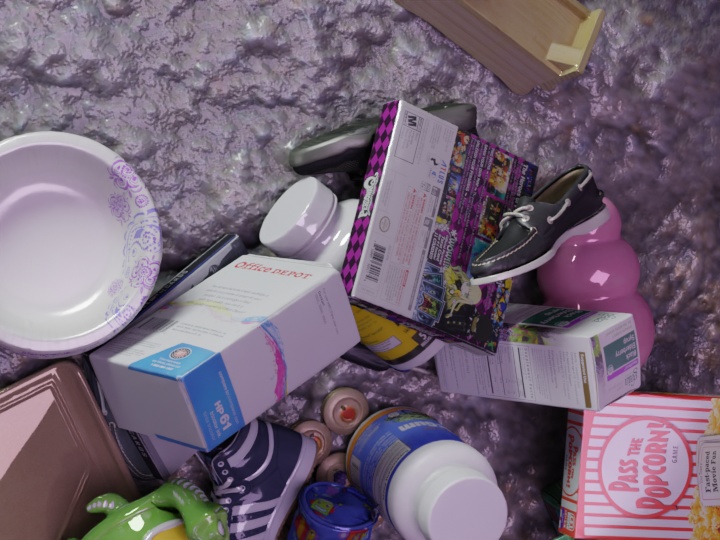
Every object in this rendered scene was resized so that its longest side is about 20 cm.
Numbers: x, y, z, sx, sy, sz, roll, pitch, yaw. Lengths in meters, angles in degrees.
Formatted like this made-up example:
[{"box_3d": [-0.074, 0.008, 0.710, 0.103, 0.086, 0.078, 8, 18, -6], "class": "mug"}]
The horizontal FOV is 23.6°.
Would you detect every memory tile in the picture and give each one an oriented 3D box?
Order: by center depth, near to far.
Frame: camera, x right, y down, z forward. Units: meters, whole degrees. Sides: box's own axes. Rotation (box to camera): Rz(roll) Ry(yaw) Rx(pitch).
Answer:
[{"box_3d": [-0.042, 0.228, 1.780, 0.200, 0.017, 0.153, -41, 112, -7], "class": "memory tile"}]

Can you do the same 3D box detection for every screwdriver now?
[{"box_3d": [0.066, 0.104, 1.783, 0.200, 0.029, 0.028, 18, 95, -18], "class": "screwdriver"}]

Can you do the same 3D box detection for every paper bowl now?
[{"box_3d": [-0.285, -0.020, 1.571, 0.200, 0.104, 0.201, 2, 83, -13], "class": "paper bowl"}]

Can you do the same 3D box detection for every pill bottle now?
[{"box_3d": [0.000, 0.000, 1.695, 0.200, 0.111, 0.111, 39, 86, -23], "class": "pill bottle"}, {"box_3d": [0.068, 0.211, 1.700, 0.112, 0.200, 0.112, -4, 103, -20], "class": "pill bottle"}]

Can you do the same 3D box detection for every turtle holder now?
[{"box_3d": [-0.185, 0.277, 1.633, 0.185, 0.132, 0.141, -36, 151, 8], "class": "turtle holder"}]

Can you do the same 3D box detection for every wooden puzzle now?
[{"box_3d": [-0.329, 0.202, 1.660, 0.200, 0.037, 0.185, -25, 109, -9], "class": "wooden puzzle"}]

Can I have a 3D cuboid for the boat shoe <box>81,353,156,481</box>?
[{"box_3d": [-0.227, 0.119, 1.663, 0.073, 0.062, 0.200, -18, 107, -16], "class": "boat shoe"}]

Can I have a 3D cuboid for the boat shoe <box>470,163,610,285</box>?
[{"box_3d": [0.168, -0.044, 1.657, 0.200, 0.074, 0.060, -30, 106, -38], "class": "boat shoe"}]

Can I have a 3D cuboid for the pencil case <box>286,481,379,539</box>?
[{"box_3d": [-0.040, 0.300, 1.724, 0.087, 0.078, 0.200, -21, 136, -46], "class": "pencil case"}]

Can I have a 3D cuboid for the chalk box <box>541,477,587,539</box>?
[{"box_3d": [0.284, 0.278, 1.853, 0.200, 0.124, 0.125, -29, 110, -13], "class": "chalk box"}]

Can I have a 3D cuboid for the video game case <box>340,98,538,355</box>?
[{"box_3d": [0.077, -0.039, 1.657, 0.181, 0.036, 0.200, 22, 75, -32], "class": "video game case"}]

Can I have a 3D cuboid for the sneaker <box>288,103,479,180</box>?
[{"box_3d": [0.030, -0.096, 1.705, 0.199, 0.076, 0.114, -12, 99, -23], "class": "sneaker"}]

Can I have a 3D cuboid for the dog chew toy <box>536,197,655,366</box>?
[{"box_3d": [0.238, 0.014, 1.787, 0.124, 0.125, 0.200, -8, 96, -19], "class": "dog chew toy"}]

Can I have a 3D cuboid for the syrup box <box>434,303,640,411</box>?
[{"box_3d": [0.173, 0.083, 1.720, 0.079, 0.200, 0.082, -24, 110, -45], "class": "syrup box"}]

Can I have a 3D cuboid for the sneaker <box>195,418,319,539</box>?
[{"box_3d": [-0.131, 0.236, 1.700, 0.108, 0.070, 0.200, 30, 83, -28], "class": "sneaker"}]

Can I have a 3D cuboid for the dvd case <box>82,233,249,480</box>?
[{"box_3d": [-0.157, 0.082, 1.660, 0.200, 0.025, 0.150, -41, 117, -31], "class": "dvd case"}]

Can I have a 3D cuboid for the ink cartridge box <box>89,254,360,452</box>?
[{"box_3d": [-0.121, 0.070, 1.578, 0.200, 0.144, 0.085, -36, 118, -33], "class": "ink cartridge box"}]

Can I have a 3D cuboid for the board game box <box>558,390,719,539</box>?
[{"box_3d": [0.307, 0.200, 1.763, 0.200, 0.046, 0.152, 3, 90, -15], "class": "board game box"}]

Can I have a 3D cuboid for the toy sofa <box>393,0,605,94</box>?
[{"box_3d": [0.136, -0.266, 1.715, 0.200, 0.098, 0.083, 33, 64, -23], "class": "toy sofa"}]
